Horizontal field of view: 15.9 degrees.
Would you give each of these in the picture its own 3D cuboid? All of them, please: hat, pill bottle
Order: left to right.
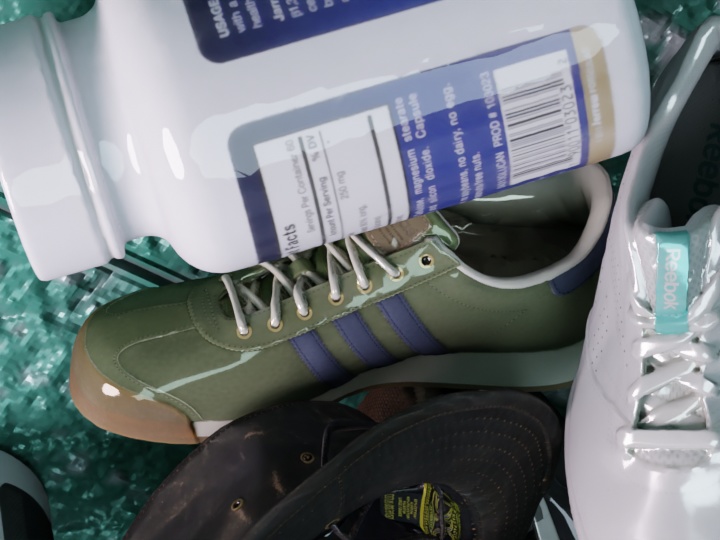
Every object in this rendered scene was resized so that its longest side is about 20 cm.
[{"bbox_3d":[-0.028,0.098,0.863,0.201,0.081,0.201,-35,150,-24],"label":"hat"},{"bbox_3d":[-0.018,-0.064,0.820,0.200,0.111,0.111,-17,126,-4],"label":"pill bottle"}]

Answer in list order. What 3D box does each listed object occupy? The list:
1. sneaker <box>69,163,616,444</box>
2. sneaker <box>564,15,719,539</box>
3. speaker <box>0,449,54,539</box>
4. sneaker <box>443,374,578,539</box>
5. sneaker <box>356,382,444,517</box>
[{"bbox_3d":[0.000,0.000,0.889,0.200,0.067,0.090,-6,136,-19],"label":"sneaker"},{"bbox_3d":[0.102,0.014,0.833,0.075,0.200,0.088,4,169,12],"label":"sneaker"},{"bbox_3d":[-0.136,0.149,0.877,0.081,0.200,0.081,-6,125,-9],"label":"speaker"},{"bbox_3d":[0.101,0.107,0.965,0.088,0.076,0.200,-28,91,-17],"label":"sneaker"},{"bbox_3d":[-0.023,0.121,0.970,0.075,0.070,0.200,10,119,-15],"label":"sneaker"}]
